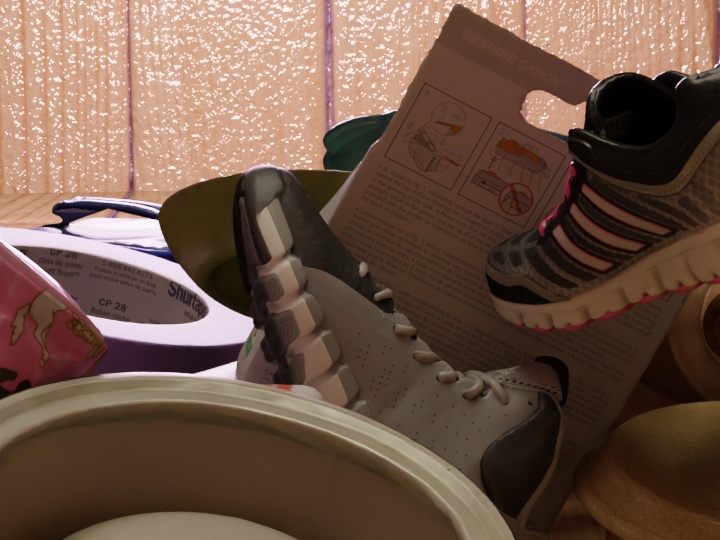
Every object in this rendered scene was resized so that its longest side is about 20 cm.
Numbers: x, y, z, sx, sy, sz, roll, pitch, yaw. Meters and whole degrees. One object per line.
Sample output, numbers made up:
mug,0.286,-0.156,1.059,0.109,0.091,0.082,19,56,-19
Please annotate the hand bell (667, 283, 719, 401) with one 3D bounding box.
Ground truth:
hand bell,0.174,0.024,1.106,0.104,0.105,0.200,1,2,14

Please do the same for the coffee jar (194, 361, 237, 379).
coffee jar,-0.033,0.083,1.237,0.104,0.086,0.200,3,7,22

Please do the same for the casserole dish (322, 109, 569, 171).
casserole dish,0.074,-0.030,1.204,0.199,0.039,0.121,13,-19,-25

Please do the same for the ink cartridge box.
ink cartridge box,0.059,0.000,1.112,0.161,0.200,0.050,26,13,-12

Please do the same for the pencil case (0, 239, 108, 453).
pencil case,-0.176,0.072,0.889,0.087,0.200,0.083,43,-12,-25

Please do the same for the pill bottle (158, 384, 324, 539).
pill bottle,-0.113,0.101,0.974,0.199,0.114,0.114,-1,7,3

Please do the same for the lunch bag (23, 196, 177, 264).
lunch bag,-0.143,0.021,1.578,0.199,0.133,0.136,3,8,28

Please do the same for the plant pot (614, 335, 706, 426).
plant pot,0.211,0.047,1.296,0.199,0.028,0.200,6,-27,3

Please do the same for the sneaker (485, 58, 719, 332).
sneaker,0.109,-0.035,1.002,0.074,0.088,0.200,-30,5,-32

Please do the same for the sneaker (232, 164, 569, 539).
sneaker,0.025,0.038,1.060,0.115,0.201,0.075,-20,0,-11

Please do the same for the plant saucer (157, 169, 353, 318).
plant saucer,0.000,0.000,1.205,0.199,0.031,0.200,5,-17,2

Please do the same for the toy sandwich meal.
toy sandwich meal,0.181,0.113,1.070,0.204,0.070,0.205,4,17,-1

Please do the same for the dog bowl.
dog bowl,-0.049,0.112,0.826,0.199,0.074,0.200,10,24,-4

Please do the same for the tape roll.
tape roll,-0.155,0.046,1.365,0.199,0.085,0.200,14,13,-3
